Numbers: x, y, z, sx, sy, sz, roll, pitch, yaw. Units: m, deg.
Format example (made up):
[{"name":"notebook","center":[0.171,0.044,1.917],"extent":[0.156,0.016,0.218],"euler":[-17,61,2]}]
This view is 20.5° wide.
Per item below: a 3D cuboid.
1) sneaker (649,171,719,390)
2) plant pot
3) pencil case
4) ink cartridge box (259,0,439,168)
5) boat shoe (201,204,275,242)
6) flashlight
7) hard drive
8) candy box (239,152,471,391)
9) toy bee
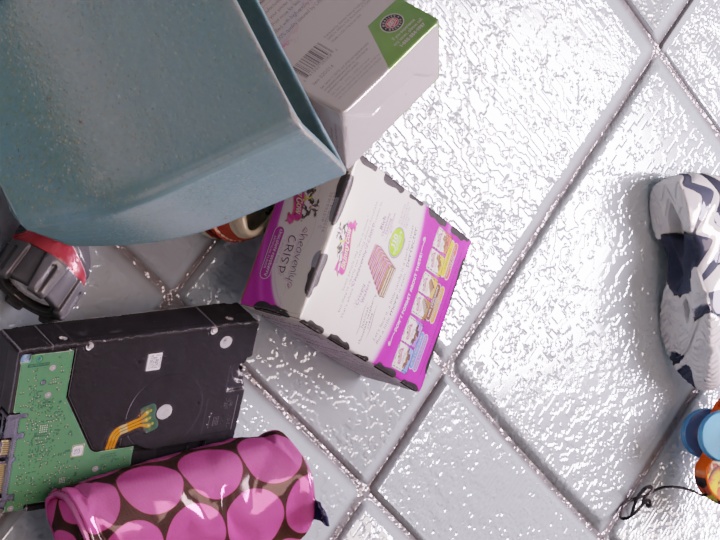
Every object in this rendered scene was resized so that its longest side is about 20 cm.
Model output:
[{"name":"sneaker","center":[0.342,0.003,1.836],"extent":[0.130,0.079,0.199],"euler":[-11,90,-27]},{"name":"plant pot","center":[-0.152,-0.116,1.336],"extent":[0.200,0.196,0.196],"euler":[-29,81,4]},{"name":"pencil case","center":[-0.128,0.181,1.453],"extent":[0.200,0.091,0.094],"euler":[-10,109,-31]},{"name":"ink cartridge box","center":[-0.053,-0.176,1.496],"extent":[0.117,0.200,0.067],"euler":[-46,154,-25]},{"name":"boat shoe","center":[-0.058,-0.107,1.540],"extent":[0.071,0.063,0.200],"euler":[43,67,-29]},{"name":"flashlight","center":[-0.190,-0.057,1.444],"extent":[0.200,0.068,0.068],"euler":[-57,162,-22]},{"name":"hard drive","center":[-0.177,0.098,1.450],"extent":[0.200,0.038,0.140],"euler":[-8,122,-37]},{"name":"candy box","center":[0.000,0.000,1.553],"extent":[0.200,0.061,0.136],"euler":[36,71,-56]},{"name":"toy bee","center":[0.341,0.172,1.831],"extent":[0.109,0.131,0.200],"euler":[39,104,-6]}]
